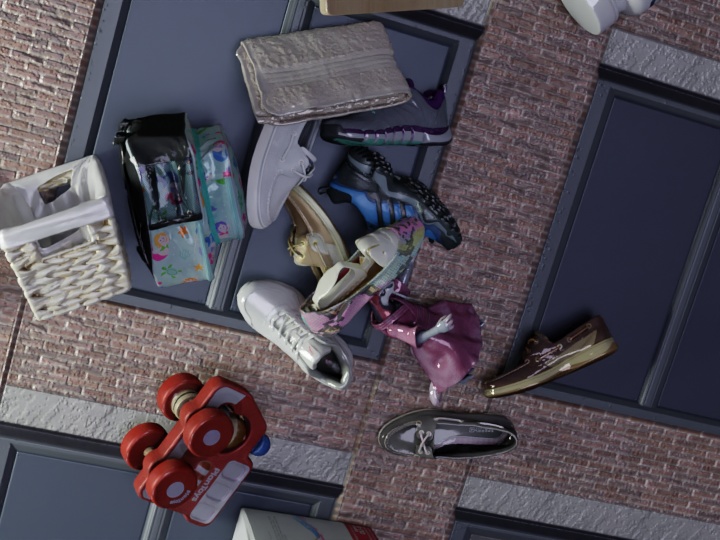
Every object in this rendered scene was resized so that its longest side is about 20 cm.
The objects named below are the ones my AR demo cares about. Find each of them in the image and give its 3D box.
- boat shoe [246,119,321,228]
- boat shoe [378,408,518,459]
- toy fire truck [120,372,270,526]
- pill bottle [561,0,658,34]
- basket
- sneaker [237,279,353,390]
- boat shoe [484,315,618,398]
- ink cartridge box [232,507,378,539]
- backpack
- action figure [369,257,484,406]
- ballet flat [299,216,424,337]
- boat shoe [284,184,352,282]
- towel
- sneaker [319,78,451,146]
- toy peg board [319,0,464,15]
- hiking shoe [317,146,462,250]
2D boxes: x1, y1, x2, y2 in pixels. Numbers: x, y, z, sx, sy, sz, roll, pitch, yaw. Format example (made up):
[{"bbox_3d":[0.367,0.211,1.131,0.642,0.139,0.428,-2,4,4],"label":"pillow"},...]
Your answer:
[{"bbox_3d":[-0.088,-0.145,1.580,0.068,0.072,0.200,12,73,18],"label":"boat shoe"},{"bbox_3d":[0.127,0.234,1.768,0.200,0.057,0.067,-2,105,-14],"label":"boat shoe"},{"bbox_3d":[-0.207,0.239,1.672,0.168,0.112,0.200,33,96,-43],"label":"toy fire truck"},{"bbox_3d":[0.359,-0.404,1.627,0.200,0.120,0.120,-39,110,-2],"label":"pill bottle"},{"bbox_3d":[-0.353,-0.041,1.506,0.135,0.200,0.124,-19,114,-8],"label":"basket"},{"bbox_3d":[-0.077,0.085,1.655,0.200,0.099,0.078,39,92,-20],"label":"sneaker"},{"bbox_3d":[0.261,0.121,1.776,0.200,0.072,0.072,-23,78,4],"label":"boat shoe"},{"bbox_3d":[-0.080,0.431,1.721,0.200,0.145,0.146,13,101,-17],"label":"ink cartridge box"},{"bbox_3d":[-0.218,-0.084,1.537,0.150,0.178,0.200,-5,109,-8],"label":"backpack"},{"bbox_3d":[0.071,0.071,1.692,0.200,0.134,0.149,25,124,-29],"label":"action figure"},{"bbox_3d":[0.000,0.000,1.602,0.200,0.069,0.071,-46,138,2],"label":"ballet flat"},{"bbox_3d":[-0.058,-0.028,1.645,0.066,0.074,0.200,-35,110,-9],"label":"boat shoe"},{"bbox_3d":[-0.048,-0.250,1.569,0.200,0.133,0.035,-12,150,-12],"label":"towel"},{"bbox_3d":[0.031,-0.204,1.613,0.200,0.074,0.088,-4,95,-38],"label":"sneaker"},{"bbox_3d":[0.020,-0.427,1.563,0.199,0.098,0.200,-10,108,-28],"label":"toy peg board"},{"bbox_3d":[0.045,-0.083,1.667,0.200,0.074,0.087,36,111,-16],"label":"hiking shoe"}]
